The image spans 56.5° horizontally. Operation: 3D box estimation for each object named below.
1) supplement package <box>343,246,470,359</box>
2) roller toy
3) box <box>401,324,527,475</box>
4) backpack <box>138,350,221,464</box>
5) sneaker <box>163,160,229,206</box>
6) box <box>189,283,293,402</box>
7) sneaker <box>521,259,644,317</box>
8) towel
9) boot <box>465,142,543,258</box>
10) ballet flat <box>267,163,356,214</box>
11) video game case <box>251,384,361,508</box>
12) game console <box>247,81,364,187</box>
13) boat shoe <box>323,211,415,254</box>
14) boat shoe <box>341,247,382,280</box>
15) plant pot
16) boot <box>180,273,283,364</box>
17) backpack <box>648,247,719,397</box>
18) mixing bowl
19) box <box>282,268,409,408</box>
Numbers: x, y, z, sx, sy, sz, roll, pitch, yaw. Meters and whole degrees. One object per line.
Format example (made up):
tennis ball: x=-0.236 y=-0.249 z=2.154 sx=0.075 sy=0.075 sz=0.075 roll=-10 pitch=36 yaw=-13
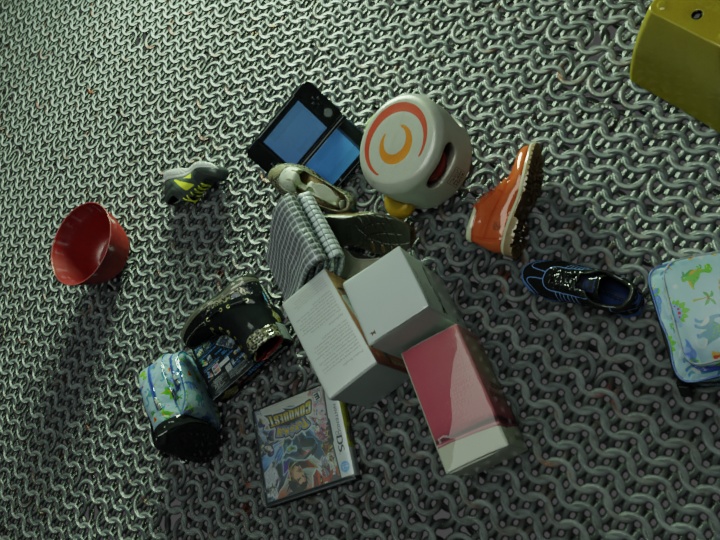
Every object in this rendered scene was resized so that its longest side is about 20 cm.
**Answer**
supplement package: x=0.080 y=0.065 z=1.105 sx=0.117 sy=0.199 sz=0.118 roll=-33 pitch=62 yaw=16
roller toy: x=0.104 y=-0.209 z=1.216 sx=0.181 sy=0.139 sz=0.203 roll=-18 pitch=68 yaw=35
box: x=0.163 y=0.206 z=1.055 sx=0.108 sy=0.128 sz=0.202 roll=-29 pitch=63 yaw=17
backpack: x=-0.362 y=0.260 z=1.330 sx=0.154 sy=0.163 sz=0.199 roll=-49 pitch=51 yaw=-4
sneaker: x=-0.374 y=-0.192 z=1.527 sx=0.198 sy=0.074 sz=0.086 roll=-6 pitch=77 yaw=37
box: x=-0.248 y=0.143 z=1.355 sx=0.200 sy=0.046 sz=0.160 roll=-41 pitch=59 yaw=12
sneaker: x=0.340 y=0.019 z=1.045 sx=0.198 sy=0.078 sz=0.071 roll=15 pitch=82 yaw=32
towel: x=-0.114 y=-0.021 z=1.254 sx=0.167 sy=0.085 sz=0.201 roll=58 pitch=145 yaw=29
boot: x=0.247 y=-0.129 z=1.152 sx=0.106 sy=0.075 sz=0.203 roll=16 pitch=84 yaw=37
ballet flat: x=-0.098 y=-0.164 z=1.314 sx=0.198 sy=0.075 sz=0.069 roll=26 pitch=90 yaw=9
video game case: x=-0.104 y=0.318 z=1.231 sx=0.198 sy=0.025 sz=0.183 roll=-24 pitch=64 yaw=21
game console: x=-0.105 y=-0.248 z=1.361 sx=0.200 sy=0.170 sz=0.119 roll=-48 pitch=26 yaw=7
boat shoe: x=0.012 y=-0.079 z=1.258 sx=0.197 sy=0.074 sz=0.077 roll=8 pitch=108 yaw=23
boat shoe: x=0.000 y=0.000 z=1.265 sx=0.198 sy=0.057 sz=0.068 roll=11 pitch=78 yaw=37
plant pot: x=0.536 y=-0.365 z=1.000 sx=0.200 sy=0.176 sz=0.200 roll=-48 pitch=58 yaw=6
boot: x=-0.249 y=0.123 z=1.293 sx=0.203 sy=0.073 sz=0.155 roll=-40 pitch=61 yaw=11
backpack: x=0.508 y=0.056 z=0.900 sx=0.197 sy=0.147 sz=0.186 roll=-16 pitch=69 yaw=21
mixing bowl: x=-0.624 y=-0.049 z=1.593 sx=0.197 sy=0.108 sz=0.203 roll=-9 pitch=71 yaw=27
box: x=-0.022 y=0.122 z=1.173 sx=0.106 sy=0.152 sz=0.201 roll=-38 pitch=61 yaw=13
